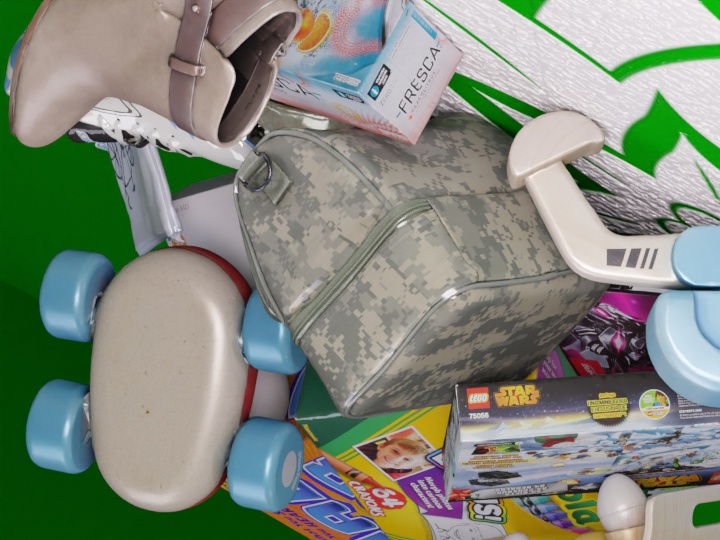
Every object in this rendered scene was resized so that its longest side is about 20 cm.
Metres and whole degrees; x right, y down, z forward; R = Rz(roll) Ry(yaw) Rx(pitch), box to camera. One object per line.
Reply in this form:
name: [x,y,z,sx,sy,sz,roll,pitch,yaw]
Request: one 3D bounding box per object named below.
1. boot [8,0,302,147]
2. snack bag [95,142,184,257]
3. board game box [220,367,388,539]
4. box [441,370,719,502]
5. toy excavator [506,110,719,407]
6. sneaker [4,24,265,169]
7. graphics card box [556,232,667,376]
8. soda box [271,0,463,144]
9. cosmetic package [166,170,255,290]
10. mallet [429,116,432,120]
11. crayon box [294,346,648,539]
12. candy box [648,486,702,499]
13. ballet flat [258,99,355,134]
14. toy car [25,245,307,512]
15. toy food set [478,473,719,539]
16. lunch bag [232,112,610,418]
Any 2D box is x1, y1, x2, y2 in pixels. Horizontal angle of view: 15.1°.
boot: [-0.118,-0.119,1.565,0.070,0.201,0.146,-4,-139,-49]
snack bag: [-0.172,-0.106,1.892,0.189,0.021,0.201,160,93,-77]
board game box: [0.034,0.093,2.025,0.199,0.201,0.199,32,151,-26]
box: [0.152,0.100,1.654,0.198,0.040,0.137,-4,159,-4]
toy excavator: [0.184,0.007,1.547,0.198,0.196,0.100,0,170,-1]
sneaker: [-0.139,-0.100,1.715,0.199,0.073,0.072,26,178,25]
graphics card box: [0.178,0.030,1.711,0.199,0.051,0.126,5,145,36]
soda box: [-0.040,-0.137,1.595,0.199,0.064,0.068,20,167,40]
cosmetic package: [-0.049,-0.035,1.872,0.199,0.051,0.083,-15,100,41]
mallet: [-0.025,-0.111,1.795,0.066,0.041,0.200,34,164,-25]
crayon box: [0.078,0.123,1.803,0.171,0.059,0.200,-8,141,26]
candy box: [0.260,0.114,1.870,0.135,0.061,0.200,-8,170,-1]
ballet flat: [-0.080,-0.138,1.754,0.199,0.067,0.063,29,136,14]
toy car: [-0.103,0.068,1.876,0.183,0.178,0.200,8,-174,19]
toy food set: [0.141,0.164,1.710,0.199,0.061,0.143,-16,172,37]
lunch bag: [0.033,-0.018,1.621,0.199,0.139,0.168,-8,-123,-51]
